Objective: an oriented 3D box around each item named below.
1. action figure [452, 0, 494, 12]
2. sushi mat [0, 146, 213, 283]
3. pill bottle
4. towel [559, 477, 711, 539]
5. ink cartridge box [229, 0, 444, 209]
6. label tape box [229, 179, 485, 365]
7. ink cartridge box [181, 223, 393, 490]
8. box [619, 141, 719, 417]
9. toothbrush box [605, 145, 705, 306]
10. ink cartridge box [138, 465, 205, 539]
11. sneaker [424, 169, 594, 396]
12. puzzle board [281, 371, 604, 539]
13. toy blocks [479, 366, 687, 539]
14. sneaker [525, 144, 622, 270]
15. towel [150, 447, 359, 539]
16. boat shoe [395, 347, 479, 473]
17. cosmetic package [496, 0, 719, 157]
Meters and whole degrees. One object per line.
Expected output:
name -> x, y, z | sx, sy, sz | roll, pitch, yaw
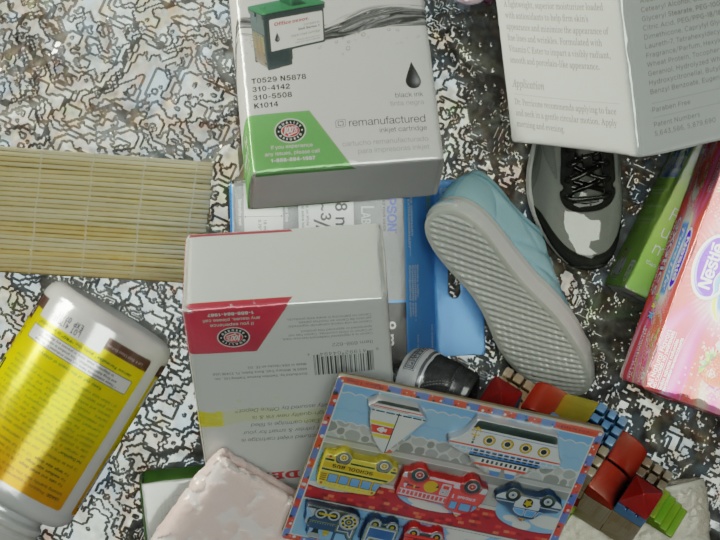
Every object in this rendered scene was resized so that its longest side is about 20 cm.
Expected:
action figure -> 0.129, -0.297, 1.727 | 0.200, 0.149, 0.134 | -35, 88, 11
sushi mat -> -0.206, -0.042, 1.733 | 0.200, 0.012, 0.096 | 3, 90, -25
pill bottle -> -0.237, 0.117, 1.720 | 0.109, 0.109, 0.200 | 32, 88, -5
towel -> 0.185, 0.244, 1.794 | 0.200, 0.034, 0.133 | -10, 94, -5
ink cartridge box -> -0.022, -0.156, 1.712 | 0.146, 0.084, 0.200 | -5, 72, -5
label tape box -> 0.000, 0.000, 1.758 | 0.200, 0.063, 0.144 | -2, 92, -4
ink cartridge box -> -0.049, 0.069, 1.667 | 0.145, 0.083, 0.200 | -4, 132, -1
box -> 0.274, 0.006, 1.675 | 0.095, 0.103, 0.200 | 20, 91, -4
toothbrush box -> 0.303, -0.043, 1.771 | 0.145, 0.086, 0.200 | 28, 88, -5
ink cartridge box -> -0.066, 0.200, 1.759 | 0.200, 0.059, 0.104 | -6, 94, -4
sneaker -> 0.131, 0.005, 1.767 | 0.200, 0.074, 0.082 | 56, 44, -23
puzzle board -> 0.058, 0.155, 1.645 | 0.200, 0.017, 0.151 | 12, 122, -12
toy blocks -> 0.160, 0.135, 1.719 | 0.200, 0.137, 0.100 | 33, 74, 8
sneaker -> 0.167, -0.099, 1.762 | 0.074, 0.079, 0.200 | -5, 93, -6
towel -> -0.084, 0.249, 1.713 | 0.191, 0.032, 0.200 | 31, 108, -20
boat shoe -> 0.066, 0.142, 1.687 | 0.066, 0.070, 0.200 | 17, 130, 23
cosmetic package -> 0.206, -0.197, 1.634 | 0.165, 0.165, 0.200 | -13, 104, -27
